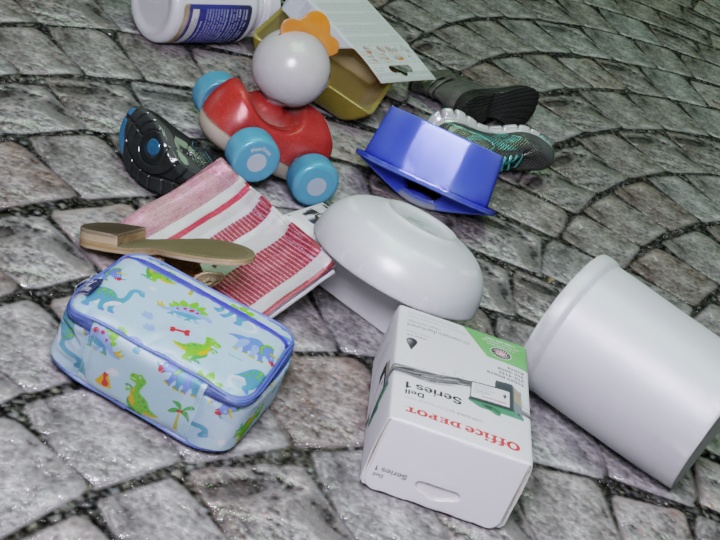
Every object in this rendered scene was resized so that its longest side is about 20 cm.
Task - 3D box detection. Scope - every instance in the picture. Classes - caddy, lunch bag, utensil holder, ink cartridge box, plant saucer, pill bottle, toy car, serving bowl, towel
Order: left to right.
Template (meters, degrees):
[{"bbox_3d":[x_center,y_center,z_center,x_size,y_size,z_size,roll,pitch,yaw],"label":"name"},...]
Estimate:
[{"bbox_3d":[-0.170,0.069,1.212,0.200,0.082,0.161,29,27,8],"label":"lunch bag"},{"bbox_3d":[-0.219,-0.386,1.891,0.200,0.116,0.116,-9,42,-44],"label":"pill bottle"},{"bbox_3d":[-0.141,-0.025,1.378,0.144,0.023,0.200,-36,61,-23],"label":"towel"},{"bbox_3d":[-0.082,-0.218,1.598,0.177,0.200,0.184,21,24,-35],"label":"toy car"},{"bbox_3d":[-0.056,-0.296,1.901,0.200,0.048,0.200,34,29,-3],"label":"plant saucer"},{"bbox_3d":[0.000,-0.335,1.933,0.200,0.047,0.160,51,31,15],"label":"ink cartridge box"},{"bbox_3d":[0.052,-0.026,1.410,0.200,0.066,0.200,27,17,-9],"label":"serving bowl"},{"bbox_3d":[0.093,-0.133,1.708,0.200,0.105,0.141,25,7,5],"label":"caddy"},{"bbox_3d":[0.085,0.137,1.269,0.146,0.084,0.200,19,29,-7],"label":"ink cartridge box"},{"bbox_3d":[0.290,0.108,1.383,0.200,0.170,0.170,37,32,18],"label":"utensil holder"}]

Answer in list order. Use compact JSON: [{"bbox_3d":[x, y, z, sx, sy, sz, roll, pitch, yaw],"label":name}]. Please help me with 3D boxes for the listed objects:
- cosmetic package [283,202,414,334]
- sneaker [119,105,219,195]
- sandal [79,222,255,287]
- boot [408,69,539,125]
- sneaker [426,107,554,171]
[{"bbox_3d":[0.000,0.000,1.472,0.200,0.051,0.083,36,32,22],"label":"cosmetic package"},{"bbox_3d":[-0.201,-0.114,1.513,0.200,0.073,0.082,46,27,20],"label":"sneaker"},{"bbox_3d":[-0.195,0.001,1.327,0.212,0.070,0.078,11,15,29],"label":"sandal"},{"bbox_3d":[0.179,-0.283,2.058,0.200,0.068,0.131,-7,35,-44],"label":"boot"},{"bbox_3d":[0.186,-0.162,1.870,0.200,0.078,0.091,9,47,-16],"label":"sneaker"}]
